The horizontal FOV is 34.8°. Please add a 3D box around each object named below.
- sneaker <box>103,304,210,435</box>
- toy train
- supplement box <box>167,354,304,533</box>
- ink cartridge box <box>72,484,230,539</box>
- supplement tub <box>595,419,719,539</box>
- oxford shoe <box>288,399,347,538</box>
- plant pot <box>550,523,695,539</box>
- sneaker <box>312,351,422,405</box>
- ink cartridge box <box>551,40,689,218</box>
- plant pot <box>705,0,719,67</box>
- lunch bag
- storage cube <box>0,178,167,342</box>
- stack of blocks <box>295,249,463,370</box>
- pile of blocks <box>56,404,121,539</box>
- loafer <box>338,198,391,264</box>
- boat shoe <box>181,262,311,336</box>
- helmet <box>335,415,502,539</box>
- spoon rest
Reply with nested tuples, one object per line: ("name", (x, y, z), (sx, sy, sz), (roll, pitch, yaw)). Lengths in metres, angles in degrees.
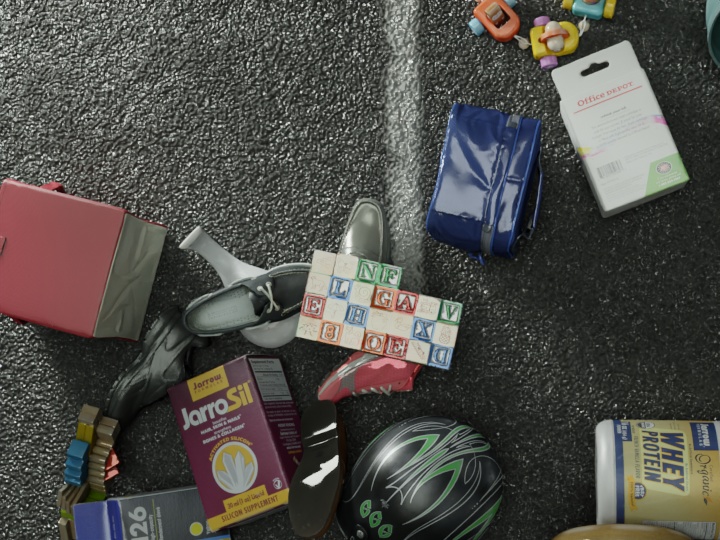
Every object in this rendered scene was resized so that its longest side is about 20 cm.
("sneaker", (-0.281, 0.149, 1.581), (0.091, 0.076, 0.200), (33, 95, 2))
("toy train", (0.251, -0.362, 1.544), (0.200, 0.056, 0.150), (-36, 80, 5))
("supplement box", (-0.150, 0.226, 1.516), (0.131, 0.103, 0.200), (-25, 76, 19))
("ink cartridge box", (-0.268, 0.393, 1.524), (0.200, 0.047, 0.198), (-6, 84, -21))
("supplement tub", (0.391, 0.256, 1.410), (0.200, 0.144, 0.145), (-1, 84, 10))
("oxford shoe", (-0.042, 0.261, 1.455), (0.071, 0.071, 0.200), (-14, 39, 21))
("plant pot", (0.320, 0.338, 1.396), (0.200, 0.200, 0.028), (0, 65, 10))
("sneaker", (0.026, 0.137, 1.524), (0.200, 0.074, 0.087), (-38, 81, 4))
("ink cartridge box", (0.335, -0.184, 1.504), (0.117, 0.067, 0.200), (-21, 82, 8))
("plant pot", (0.525, -0.353, 1.440), (0.200, 0.200, 0.134), (-7, 56, 9))
("lunch bag", (0.169, -0.106, 1.491), (0.132, 0.136, 0.200), (11, 87, 11))
("storage cube", (-0.390, -0.010, 1.563), (0.180, 0.171, 0.200), (15, 87, 11))
("stack of blocks", (0.027, 0.051, 1.474), (0.200, 0.059, 0.115), (13, 84, 2))
("pile of blocks", (-0.360, 0.282, 1.547), (0.062, 0.082, 0.200), (13, 109, 9))
("loafer", (0.000, 0.000, 1.544), (0.070, 0.070, 0.200), (5, 85, 11))
("boat shoe", (-0.140, 0.044, 1.525), (0.200, 0.060, 0.076), (-22, 93, 4))
("helmet", (0.082, 0.276, 1.444), (0.200, 0.200, 0.191), (43, 104, 11))
("spoon rest", (-0.160, 0.021, 1.585), (0.099, 0.061, 0.200), (-44, 92, 4))
